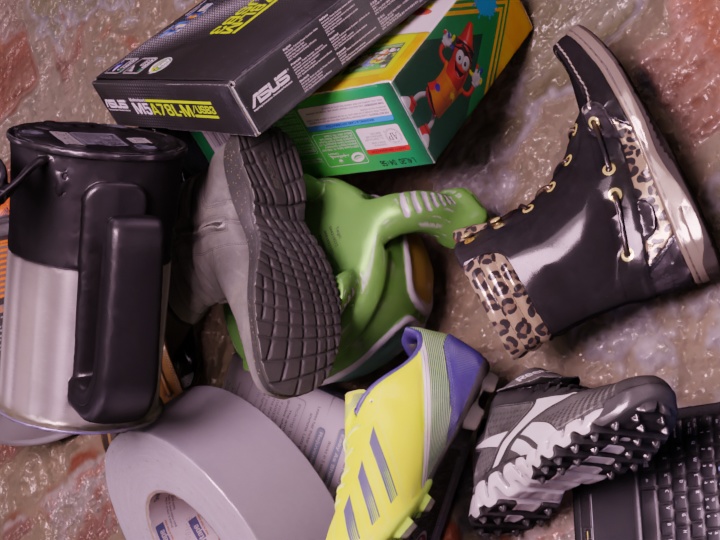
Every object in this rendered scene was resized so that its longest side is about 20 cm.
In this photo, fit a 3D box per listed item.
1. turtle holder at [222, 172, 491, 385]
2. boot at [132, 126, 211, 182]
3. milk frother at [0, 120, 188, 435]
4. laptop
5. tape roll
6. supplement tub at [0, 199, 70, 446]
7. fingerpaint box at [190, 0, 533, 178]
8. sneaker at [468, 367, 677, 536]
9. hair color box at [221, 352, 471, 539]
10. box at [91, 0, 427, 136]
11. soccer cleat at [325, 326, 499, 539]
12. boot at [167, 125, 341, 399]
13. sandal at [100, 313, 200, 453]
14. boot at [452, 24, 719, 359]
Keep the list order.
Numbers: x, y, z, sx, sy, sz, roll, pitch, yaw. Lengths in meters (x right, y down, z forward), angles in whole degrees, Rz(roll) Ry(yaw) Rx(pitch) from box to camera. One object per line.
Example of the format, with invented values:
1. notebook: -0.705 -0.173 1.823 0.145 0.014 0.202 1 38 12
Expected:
1. turtle holder: -0.008 -0.003 1.013 0.141 0.132 0.186 40 104 41
2. boot: -0.166 -0.060 1.118 0.073 0.198 0.162 44 143 0
3. milk frother: -0.218 0.005 0.914 0.181 0.200 0.188 -115 31 -75
4. laptop: 0.185 0.157 0.819 0.200 0.103 0.177 -14 69 38
5. tape roll: -0.093 0.183 1.005 0.200 0.066 0.200 32 138 34
6. supplement tub: -0.298 0.043 1.259 0.123 0.123 0.200 -33 58 30
7. fingerpaint box: -0.002 -0.142 1.033 0.200 0.073 0.167 -4 38 40
8. sneaker: 0.121 0.093 0.886 0.200 0.066 0.091 131 140 -53
9. hair color box: -0.025 0.137 1.036 0.200 0.061 0.099 19 91 43
10. box: -0.063 -0.168 1.000 0.200 0.048 0.193 -41 26 -24
11. soccer cleat: 0.015 0.119 0.903 0.084 0.065 0.200 29 56 7
12. boot: -0.083 0.010 0.956 0.131 0.068 0.200 -36 55 43
13. sandal: -0.154 0.072 1.171 0.055 0.082 0.200 26 89 20
14. boot: 0.129 -0.050 0.926 0.151 0.073 0.200 -29 66 13
